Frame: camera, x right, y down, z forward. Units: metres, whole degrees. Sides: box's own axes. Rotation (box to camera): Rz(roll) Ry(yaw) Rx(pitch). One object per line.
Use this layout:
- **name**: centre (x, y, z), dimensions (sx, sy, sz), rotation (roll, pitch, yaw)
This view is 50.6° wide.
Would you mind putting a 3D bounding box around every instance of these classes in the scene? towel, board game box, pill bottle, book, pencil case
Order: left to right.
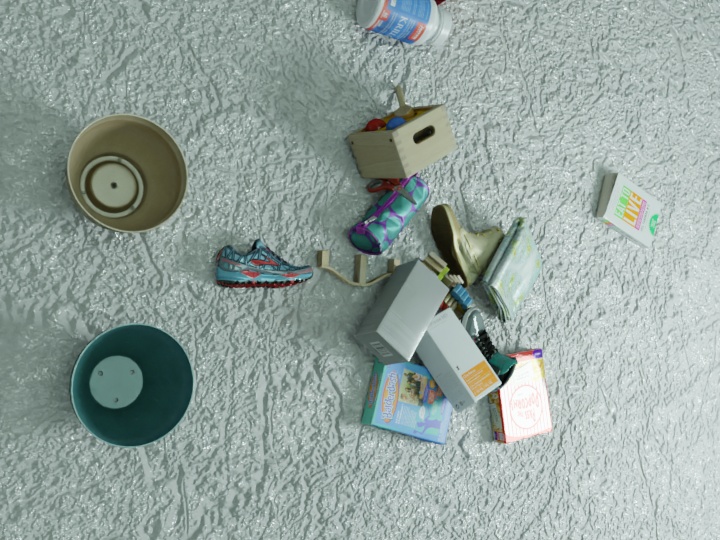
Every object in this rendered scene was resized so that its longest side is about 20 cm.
- **pencil case**: centre (0.064, -0.124, 1.633), dimensions (0.200, 0.085, 0.093), rotation (-51, 149, -26)
- **pill bottle**: centre (0.100, -0.566, 1.686), dimensions (0.199, 0.112, 0.113), rotation (9, 81, -29)
- **board game box**: centre (0.109, 0.280, 1.644), dimensions (0.199, 0.045, 0.153), rotation (22, 74, -28)
- **towel**: centre (0.359, 0.003, 1.780), dimensions (0.200, 0.048, 0.171), rotation (-59, 143, -22)
- **board game box**: centre (0.373, 0.294, 1.801), dimensions (0.151, 0.046, 0.201), rotation (-7, 89, -31)
- **book**: centre (0.729, -0.162, 2.068), dimensions (0.200, 0.048, 0.134), rotation (25, 77, -28)

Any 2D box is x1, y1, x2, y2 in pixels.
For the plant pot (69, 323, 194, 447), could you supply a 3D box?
- **plant pot**: centre (-0.399, 0.192, 1.293), dimensions (0.199, 0.135, 0.201), rotation (3, 83, -30)

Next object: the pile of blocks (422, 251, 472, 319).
- **pile of blocks**: centre (0.192, 0.053, 1.695), dimensions (0.062, 0.082, 0.200), rotation (-48, 109, -26)

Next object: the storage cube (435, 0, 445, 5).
- **storage cube**: centre (0.210, -0.741, 1.731), dimensions (0.171, 0.180, 0.200), rotation (-46, 107, -26)

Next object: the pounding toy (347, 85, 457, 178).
- **pounding toy**: centre (0.089, -0.302, 1.627), dimensions (0.200, 0.184, 0.143), rotation (-33, 114, -29)

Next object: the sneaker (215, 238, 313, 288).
- **sneaker**: centre (-0.181, -0.016, 1.480), dimensions (0.199, 0.079, 0.096), rotation (1, 82, -31)

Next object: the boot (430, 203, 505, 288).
- **boot**: centre (0.253, -0.080, 1.751), dimensions (0.155, 0.073, 0.201), rotation (-28, 101, -30)

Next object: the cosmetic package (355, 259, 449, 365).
- **cosmetic package**: centre (0.089, 0.086, 1.590), dimensions (0.107, 0.090, 0.200), rotation (45, 57, -18)

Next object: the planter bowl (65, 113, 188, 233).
- **planter bowl**: centre (-0.416, -0.157, 1.320), dimensions (0.200, 0.135, 0.201), rotation (3, 84, -31)

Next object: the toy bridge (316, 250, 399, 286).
- **toy bridge**: centre (0.000, 0.000, 1.617), dimensions (0.199, 0.027, 0.068), rotation (7, 83, -31)

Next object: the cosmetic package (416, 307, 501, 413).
- **cosmetic package**: centre (0.202, 0.193, 1.648), dimensions (0.101, 0.071, 0.200), rotation (-25, 76, -40)

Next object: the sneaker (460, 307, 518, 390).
- **sneaker**: centre (0.288, 0.183, 1.689), dimensions (0.083, 0.121, 0.201), rotation (-29, 117, -37)

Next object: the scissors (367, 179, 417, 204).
- **scissors**: centre (0.081, -0.178, 1.593), dimensions (0.073, 0.200, 0.014), rotation (-42, 121, -15)
